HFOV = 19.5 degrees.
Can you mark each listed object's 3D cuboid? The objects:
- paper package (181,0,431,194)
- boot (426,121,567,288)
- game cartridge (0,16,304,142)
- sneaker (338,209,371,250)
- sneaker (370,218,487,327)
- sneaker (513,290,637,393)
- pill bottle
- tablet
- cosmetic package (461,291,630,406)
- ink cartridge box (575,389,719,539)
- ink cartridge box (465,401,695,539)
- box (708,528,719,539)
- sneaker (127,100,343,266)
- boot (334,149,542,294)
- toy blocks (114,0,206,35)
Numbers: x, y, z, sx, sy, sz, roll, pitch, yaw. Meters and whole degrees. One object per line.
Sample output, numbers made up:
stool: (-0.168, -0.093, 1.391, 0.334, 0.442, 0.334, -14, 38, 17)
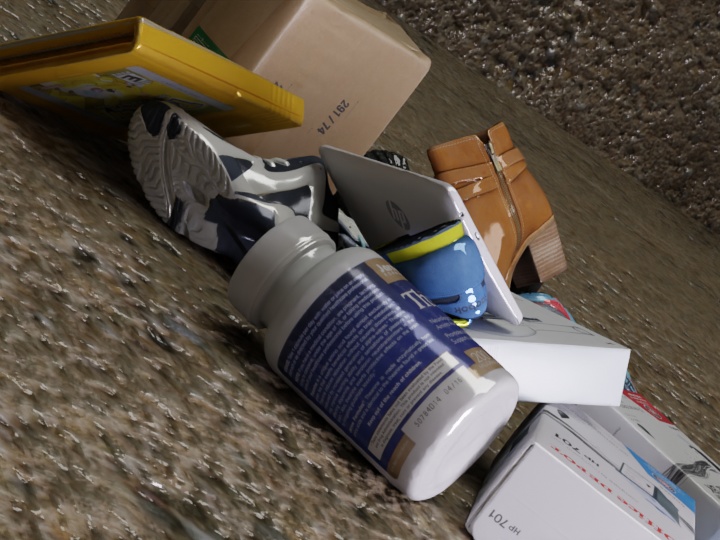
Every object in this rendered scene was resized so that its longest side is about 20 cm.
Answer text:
paper package: (-0.071, -0.161, 1.832, 0.190, 0.200, 0.104, 25, 17, -48)
boot: (0.098, -0.042, 1.904, 0.200, 0.077, 0.156, -26, 95, -34)
game cartridge: (-0.171, -0.140, 1.632, 0.176, 0.033, 0.200, -5, -19, 37)
sneaker: (0.000, 0.000, 1.740, 0.199, 0.078, 0.086, 28, 6, 1)
sneaker: (0.037, 0.014, 1.549, 0.079, 0.066, 0.200, 64, -20, -5)
sneaker: (0.198, 0.091, 1.973, 0.200, 0.079, 0.096, 31, 15, -29)
pill bottle: (0.004, 0.055, 1.451, 0.200, 0.111, 0.111, 42, 13, 19)
tablet: (0.042, -0.029, 1.598, 0.200, 0.014, 0.130, 22, -34, 57)
cosmetic package: (0.093, 0.053, 1.632, 0.150, 0.052, 0.200, 7, 10, -29)
ink cartridge box: (0.255, 0.190, 1.746, 0.200, 0.084, 0.144, 44, 13, 26)
ink cartridge box: (0.165, 0.178, 1.527, 0.146, 0.086, 0.200, 38, 10, 3)
box: (0.337, 0.277, 1.561, 0.097, 0.125, 0.200, 29, 15, -36)
sneaker: (-0.089, -0.067, 1.651, 0.199, 0.080, 0.130, 39, 27, 2)
boot: (0.069, -0.044, 2.029, 0.210, 0.080, 0.158, 13, 24, -33)
toy blocks: (-0.168, -0.201, 1.895, 0.100, 0.137, 0.200, 40, 5, 21)
